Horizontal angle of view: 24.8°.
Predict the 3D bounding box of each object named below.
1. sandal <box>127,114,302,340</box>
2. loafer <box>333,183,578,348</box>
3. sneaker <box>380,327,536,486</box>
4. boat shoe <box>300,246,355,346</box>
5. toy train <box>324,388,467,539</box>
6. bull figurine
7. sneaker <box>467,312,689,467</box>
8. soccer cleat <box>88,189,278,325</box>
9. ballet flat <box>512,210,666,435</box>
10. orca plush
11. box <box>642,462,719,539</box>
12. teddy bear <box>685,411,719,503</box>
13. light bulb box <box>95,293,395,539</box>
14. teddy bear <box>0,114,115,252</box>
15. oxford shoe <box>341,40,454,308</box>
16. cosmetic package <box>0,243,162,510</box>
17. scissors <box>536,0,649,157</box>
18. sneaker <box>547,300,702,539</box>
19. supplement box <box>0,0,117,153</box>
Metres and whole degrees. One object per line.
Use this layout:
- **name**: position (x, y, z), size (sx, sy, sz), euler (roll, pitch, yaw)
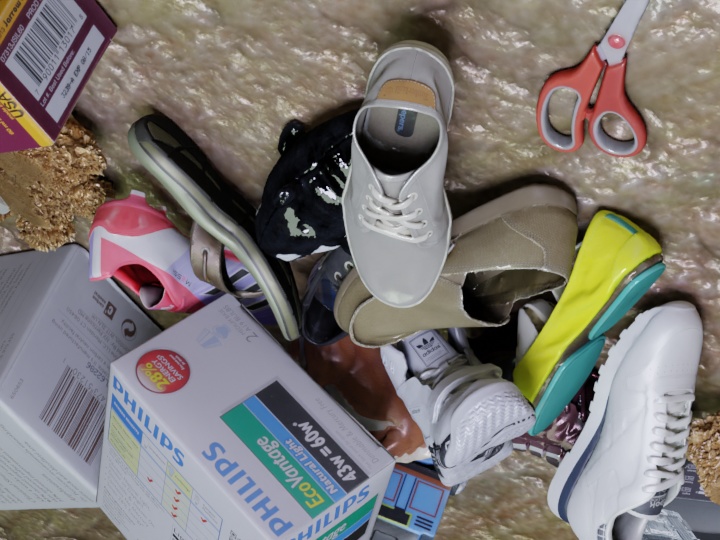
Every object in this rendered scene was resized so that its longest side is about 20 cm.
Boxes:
- **sandal**: position (-0.110, -0.028, 1.219), size (0.057, 0.080, 0.201), euler (-37, 106, 13)
- **loafer**: position (0.063, 0.009, 1.130), size (0.199, 0.068, 0.076), euler (-31, 141, 30)
- **sneaker**: position (0.064, 0.083, 1.172), size (0.116, 0.075, 0.200), euler (62, 172, 14)
- **boat shoe**: position (0.000, 0.000, 1.215), size (0.069, 0.067, 0.200), euler (30, 147, -11)
- **toy train**: position (-0.007, 0.167, 1.413), size (0.198, 0.115, 0.087), euler (22, 147, 2)
- **bull figurine**: position (0.013, 0.112, 1.337), size (0.199, 0.122, 0.065), euler (38, 169, -10)
- **sneaker**: position (0.158, 0.093, 1.245), size (0.198, 0.076, 0.116), euler (9, 137, 16)
- **soccer cleat**: position (-0.132, 0.010, 1.281), size (0.066, 0.077, 0.199), euler (-11, 147, 41)
- **ballet flat**: position (0.148, 0.034, 1.158), size (0.067, 0.066, 0.201), euler (47, 137, 19)
- **orca plush**: position (-0.023, -0.052, 1.117), size (0.199, 0.071, 0.106), euler (-16, 101, 46)
- **box**: position (0.284, 0.210, 1.350), size (0.198, 0.050, 0.158), euler (3, 142, 29)
- **teddy bear**: position (0.316, 0.101, 1.159), size (0.143, 0.067, 0.201), euler (13, 142, -1)
- **light bulb box**: position (-0.095, 0.164, 1.265), size (0.198, 0.124, 0.201), euler (44, 144, 22)
- **teddy bear**: position (-0.256, -0.079, 1.280), size (0.144, 0.067, 0.201), euler (24, 155, 8)
- **oxford shoe**: position (0.022, -0.049, 1.035), size (0.074, 0.058, 0.202), euler (10, 132, 6)
- **cosmetic package**: position (-0.299, 0.099, 1.456), size (0.198, 0.167, 0.168), euler (-7, 137, 38)
- **scissors**: position (0.144, -0.132, 0.982), size (0.072, 0.014, 0.201), euler (17, 148, 14)
- **sneaker**: position (0.206, 0.117, 1.170), size (0.076, 0.081, 0.202), euler (1, 119, -31)
- **supplement box**: position (-0.283, -0.144, 1.147), size (0.198, 0.111, 0.086), euler (-4, 139, 37)
